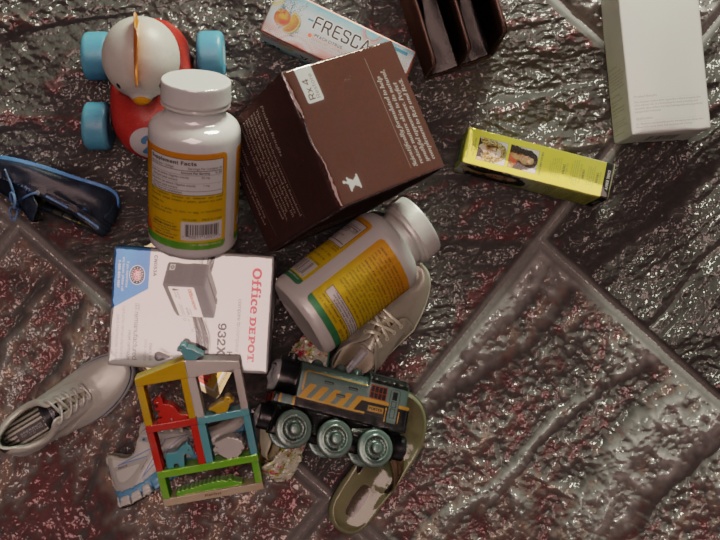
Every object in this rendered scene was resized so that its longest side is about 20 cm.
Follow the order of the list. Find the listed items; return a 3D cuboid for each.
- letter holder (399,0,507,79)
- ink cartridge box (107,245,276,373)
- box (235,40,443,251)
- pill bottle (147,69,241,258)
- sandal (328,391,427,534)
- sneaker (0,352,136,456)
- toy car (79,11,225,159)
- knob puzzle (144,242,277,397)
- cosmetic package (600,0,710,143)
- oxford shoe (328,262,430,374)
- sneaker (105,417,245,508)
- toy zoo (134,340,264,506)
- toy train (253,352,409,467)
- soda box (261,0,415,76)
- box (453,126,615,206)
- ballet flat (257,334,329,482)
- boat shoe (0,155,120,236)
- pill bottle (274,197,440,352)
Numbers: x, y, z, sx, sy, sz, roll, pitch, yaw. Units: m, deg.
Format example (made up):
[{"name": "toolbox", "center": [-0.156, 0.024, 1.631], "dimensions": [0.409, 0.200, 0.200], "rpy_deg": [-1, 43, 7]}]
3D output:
[{"name": "letter holder", "center": [0.104, -0.369, 1.244], "dimensions": [0.099, 0.142, 0.204], "rpy_deg": [-19, 90, -3]}, {"name": "ink cartridge box", "center": [-0.206, 0.048, 1.218], "dimensions": [0.196, 0.084, 0.148], "rpy_deg": [4, 89, -4]}, {"name": "box", "center": [-0.039, -0.145, 1.178], "dimensions": [0.162, 0.199, 0.169], "rpy_deg": [-23, 90, -33]}, {"name": "pill bottle", "center": [-0.197, -0.128, 1.159], "dimensions": [0.109, 0.112, 0.204], "rpy_deg": [5, 117, -2]}, {"name": "sandal", "center": [0.027, 0.254, 1.268], "dimensions": [0.079, 0.057, 0.204], "rpy_deg": [27, 88, -2]}, {"name": "sneaker", "center": [-0.374, 0.176, 1.245], "dimensions": [0.199, 0.071, 0.074], "rpy_deg": [-37, 90, -3]}, {"name": "toy car", "center": [-0.264, -0.235, 1.196], "dimensions": [0.180, 0.200, 0.181], "rpy_deg": [0, 89, -2]}, {"name": "knob puzzle", "center": [-0.232, 0.041, 1.276], "dimensions": [0.215, 0.030, 0.225], "rpy_deg": [0, 89, -2]}, {"name": "cosmetic package", "center": [0.387, -0.276, 1.286], "dimensions": [0.110, 0.081, 0.205], "rpy_deg": [-4, 88, -3]}, {"name": "oxford shoe", "center": [0.027, 0.075, 1.273], "dimensions": [0.075, 0.058, 0.201], "rpy_deg": [37, 85, 3]}, {"name": "sneaker", "center": [-0.239, 0.222, 1.252], "dimensions": [0.197, 0.075, 0.088], "rpy_deg": [-28, 84, -3]}, {"name": "toy zoo", "center": [-0.196, 0.182, 1.186], "dimensions": [0.128, 0.020, 0.204], "rpy_deg": [-10, 106, 0]}, {"name": "toy train", "center": [-0.031, 0.174, 1.205], "dimensions": [0.196, 0.085, 0.116], "rpy_deg": [15, 76, -10]}, {"name": "soda box", "center": [-0.029, -0.291, 1.273], "dimensions": [0.197, 0.068, 0.065], "rpy_deg": [26, 87, -2]}, {"name": "box", "center": [0.226, -0.134, 1.279], "dimensions": [0.196, 0.075, 0.051], "rpy_deg": [13, 86, -1]}, {"name": "ballet flat", "center": [-0.090, 0.173, 1.254], "dimensions": [0.063, 0.075, 0.204], "rpy_deg": [16, 87, -44]}, {"name": "boat shoe", "center": [-0.410, -0.095, 1.243], "dimensions": [0.196, 0.084, 0.070], "rpy_deg": [14, 77, 0]}, {"name": "pill bottle", "center": [0.000, 0.000, 1.223], "dimensions": [0.199, 0.113, 0.113], "rpy_deg": [-38, 91, -12]}]
